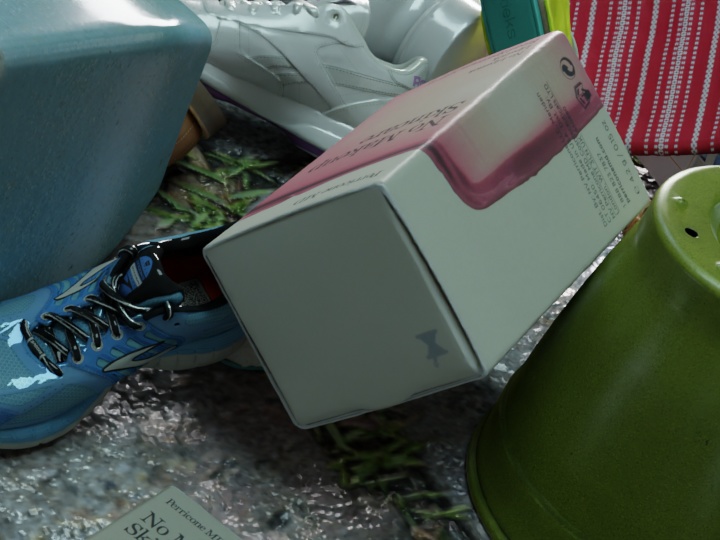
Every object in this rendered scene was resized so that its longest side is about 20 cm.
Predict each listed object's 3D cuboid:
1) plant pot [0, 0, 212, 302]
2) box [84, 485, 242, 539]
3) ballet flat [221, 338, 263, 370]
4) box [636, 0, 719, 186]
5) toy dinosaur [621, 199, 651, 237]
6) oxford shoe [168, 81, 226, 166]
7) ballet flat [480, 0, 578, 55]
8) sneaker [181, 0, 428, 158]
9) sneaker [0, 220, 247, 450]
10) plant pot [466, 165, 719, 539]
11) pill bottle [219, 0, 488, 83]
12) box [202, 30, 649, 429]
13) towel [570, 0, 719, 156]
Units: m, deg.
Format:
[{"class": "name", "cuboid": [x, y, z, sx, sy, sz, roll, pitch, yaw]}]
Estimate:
[{"class": "plant pot", "cuboid": [-0.198, -0.100, 1.182, 0.196, 0.197, 0.200, 41, 35, 26]}, {"class": "box", "cuboid": [-0.125, 0.176, 0.952, 0.082, 0.068, 0.200, 35, 39, 19]}, {"class": "ballet flat", "cuboid": [0.000, 0.000, 1.247, 0.200, 0.072, 0.072, -15, 49, -38]}, {"class": "box", "cuboid": [0.269, -0.073, 1.431, 0.112, 0.101, 0.200, 3, 39, -34]}, {"class": "toy dinosaur", "cuboid": [0.215, -0.009, 1.278, 0.200, 0.102, 0.136, 48, 15, -6]}, {"class": "oxford shoe", "cuboid": [-0.168, -0.122, 1.328, 0.071, 0.071, 0.200, -43, 51, -10]}, {"class": "ballet flat", "cuboid": [0.114, -0.094, 1.367, 0.067, 0.067, 0.201, 9, 74, -56]}, {"class": "sneaker", "cuboid": [-0.052, -0.139, 1.348, 0.200, 0.100, 0.075, 28, 7, -14]}, {"class": "sneaker", "cuboid": [-0.129, 0.019, 1.114, 0.200, 0.090, 0.078, -26, 72, -33]}, {"class": "plant pot", "cuboid": [0.179, 0.056, 1.151, 0.200, 0.193, 0.201, 13, 36, -10]}, {"class": "pill bottle", "cuboid": [-0.011, -0.183, 1.438, 0.200, 0.111, 0.111, 36, 39, 21]}, {"class": "box", "cuboid": [0.037, -0.023, 1.134, 0.200, 0.128, 0.109, -41, 107, -49]}, {"class": "towel", "cuboid": [0.170, -0.137, 1.416, 0.200, 0.022, 0.145, 1, 62, 28]}]
